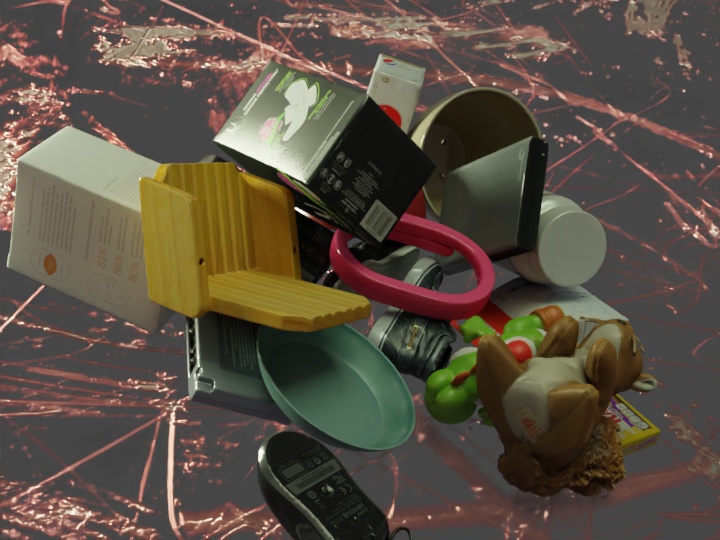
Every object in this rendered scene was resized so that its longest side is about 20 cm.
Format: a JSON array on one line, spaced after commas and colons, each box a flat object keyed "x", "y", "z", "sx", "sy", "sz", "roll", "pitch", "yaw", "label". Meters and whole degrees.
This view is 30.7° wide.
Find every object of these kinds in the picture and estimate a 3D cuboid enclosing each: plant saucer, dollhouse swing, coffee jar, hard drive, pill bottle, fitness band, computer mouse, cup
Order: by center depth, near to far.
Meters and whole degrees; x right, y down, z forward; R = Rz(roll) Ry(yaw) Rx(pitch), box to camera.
[{"x": -0.035, "y": 0.243, "z": 1.262, "sx": 0.138, "sy": 0.053, "sz": 0.200, "roll": -17, "pitch": 57, "yaw": -43, "label": "computer mouse"}, {"x": -0.100, "y": -0.030, "z": 1.391, "sx": 0.176, "sy": 0.182, "sz": 0.200, "roll": -3, "pitch": 3, "yaw": 30, "label": "dollhouse swing"}, {"x": -0.033, "y": 0.124, "z": 1.404, "sx": 0.200, "sy": 0.036, "sz": 0.200, "roll": 28, "pitch": 31, "yaw": -18, "label": "plant saucer"}, {"x": 0.062, "y": -0.009, "z": 1.554, "sx": 0.200, "sy": 0.037, "sz": 0.144, "roll": 16, "pitch": 38, "yaw": -6, "label": "fitness band"}, {"x": -0.129, "y": -0.050, "z": 1.573, "sx": 0.200, "sy": 0.085, "sz": 0.104, "roll": 35, "pitch": 38, "yaw": -6, "label": "coffee jar"}, {"x": 0.161, "y": -0.076, "z": 1.636, "sx": 0.033, "sy": 0.200, "sz": 0.140, "roll": 16, "pitch": 74, "yaw": -24, "label": "hard drive"}, {"x": 0.221, "y": -0.046, "z": 1.667, "sx": 0.114, "sy": 0.114, "sz": 0.200, "roll": 1, "pitch": 12, "yaw": -21, "label": "pill bottle"}, {"x": 0.134, "y": -0.154, "z": 1.822, "sx": 0.200, "sy": 0.201, "sz": 0.143, "roll": -3, "pitch": 9, "yaw": -27, "label": "cup"}]

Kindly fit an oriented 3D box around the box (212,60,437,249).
[{"x": -0.043, "y": -0.137, "z": 1.522, "sx": 0.200, "sy": 0.124, "sz": 0.149, "roll": 29, "pitch": -9, "yaw": 47, "label": "box"}]

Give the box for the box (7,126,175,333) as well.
[{"x": -0.285, "y": -0.049, "z": 1.494, "sx": 0.200, "sy": 0.152, "sz": 0.106, "roll": 24, "pitch": 34, "yaw": 11, "label": "box"}]

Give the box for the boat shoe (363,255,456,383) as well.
[{"x": 0.080, "y": 0.062, "z": 1.563, "sx": 0.091, "sy": 0.071, "sz": 0.200, "roll": 22, "pitch": 41, "yaw": 12, "label": "boat shoe"}]

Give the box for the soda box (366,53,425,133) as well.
[{"x": 0.028, "y": -0.188, "z": 1.790, "sx": 0.068, "sy": 0.200, "sz": 0.064, "roll": 17, "pitch": 33, "yaw": -2, "label": "soda box"}]

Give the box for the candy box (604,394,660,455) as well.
[{"x": 0.247, "y": 0.147, "z": 1.540, "sx": 0.102, "sy": 0.026, "sz": 0.200, "roll": -15, "pitch": 43, "yaw": -37, "label": "candy box"}]

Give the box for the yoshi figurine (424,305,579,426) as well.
[{"x": 0.146, "y": 0.114, "z": 1.472, "sx": 0.200, "sy": 0.112, "sz": 0.112, "roll": -20, "pitch": 33, "yaw": -31, "label": "yoshi figurine"}]

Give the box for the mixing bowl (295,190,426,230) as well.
[{"x": -0.002, "y": -0.116, "z": 1.695, "sx": 0.200, "sy": 0.109, "sz": 0.200, "roll": 8, "pitch": 12, "yaw": -2, "label": "mixing bowl"}]

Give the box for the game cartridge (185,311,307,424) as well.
[{"x": -0.126, "y": 0.085, "z": 1.444, "sx": 0.133, "sy": 0.041, "sz": 0.200, "roll": 14, "pitch": 34, "yaw": -18, "label": "game cartridge"}]

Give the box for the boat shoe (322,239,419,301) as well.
[{"x": 0.000, "y": 0.000, "z": 1.621, "sx": 0.060, "sy": 0.076, "sz": 0.200, "roll": 31, "pitch": 24, "yaw": 21, "label": "boat shoe"}]

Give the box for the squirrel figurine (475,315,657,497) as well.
[{"x": 0.228, "y": 0.142, "z": 1.399, "sx": 0.141, "sy": 0.200, "sz": 0.187, "roll": 19, "pitch": 29, "yaw": 36, "label": "squirrel figurine"}]

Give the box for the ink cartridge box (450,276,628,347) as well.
[{"x": 0.203, "y": 0.050, "z": 1.612, "sx": 0.200, "sy": 0.047, "sz": 0.160, "roll": 3, "pitch": 18, "yaw": -21, "label": "ink cartridge box"}]
